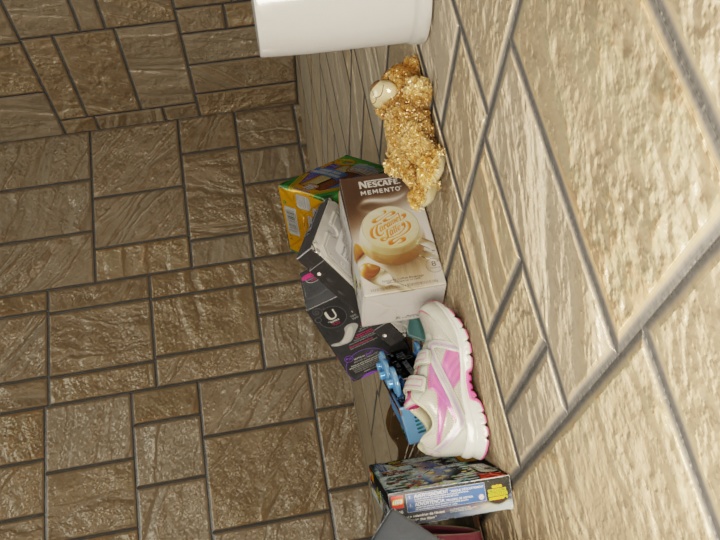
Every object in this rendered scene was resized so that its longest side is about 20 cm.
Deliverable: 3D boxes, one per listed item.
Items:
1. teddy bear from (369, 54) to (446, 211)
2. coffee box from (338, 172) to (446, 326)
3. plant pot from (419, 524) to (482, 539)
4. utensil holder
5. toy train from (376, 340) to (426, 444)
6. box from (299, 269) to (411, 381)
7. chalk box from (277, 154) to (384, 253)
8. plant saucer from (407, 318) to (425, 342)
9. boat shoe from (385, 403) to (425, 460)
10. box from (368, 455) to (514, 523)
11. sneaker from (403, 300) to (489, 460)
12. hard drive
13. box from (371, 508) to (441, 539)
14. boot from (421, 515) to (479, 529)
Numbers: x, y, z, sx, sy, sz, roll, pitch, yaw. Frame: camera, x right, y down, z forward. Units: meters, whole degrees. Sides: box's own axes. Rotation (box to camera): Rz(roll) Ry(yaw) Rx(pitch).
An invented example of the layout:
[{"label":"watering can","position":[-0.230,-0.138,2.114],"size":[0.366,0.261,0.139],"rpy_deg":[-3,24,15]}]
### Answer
[{"label":"teddy bear","position":[0.056,-0.170,0.991],"size":[0.145,0.066,0.202],"rpy_deg":[118,143,-76]},{"label":"coffee box","position":[0.039,-0.034,1.119],"size":[0.080,0.113,0.202],"rpy_deg":[91,168,-55]},{"label":"plant pot","position":[0.086,0.409,0.983],"size":[0.200,0.198,0.181],"rpy_deg":[110,162,-77]},{"label":"utensil holder","position":[-0.030,-0.339,0.937],"size":[0.170,0.198,0.172],"rpy_deg":[171,90,-84]},{"label":"toy train","position":[0.078,0.179,1.212],"size":[0.200,0.086,0.115],"rpy_deg":[-139,34,-80]},{"label":"box","position":[-0.008,0.077,1.410],"size":[0.107,0.121,0.201],"rpy_deg":[-106,-11,-50]},{"label":"chalk box","position":[-0.017,-0.109,1.349],"size":[0.123,0.199,0.126],"rpy_deg":[23,131,43]},{"label":"plant saucer","position":[0.090,0.077,1.248],"size":[0.200,0.019,0.071],"rpy_deg":[163,99,-85]},{"label":"boat shoe","position":[0.097,0.286,1.337],"size":[0.200,0.062,0.074],"rpy_deg":[-113,42,-59]},{"label":"box","position":[0.087,0.253,0.954],"size":[0.200,0.135,0.040],"rpy_deg":[141,122,-82]},{"label":"sneaker","position":[0.091,0.132,0.975],"size":[0.082,0.087,0.202],"rpy_deg":[95,166,-65]},{"label":"hard drive","position":[0.000,0.000,1.199],"size":[0.200,0.038,0.140],"rpy_deg":[43,-148,-18]},{"label":"box","position":[0.078,0.361,0.803],"size":[0.124,0.199,0.197],"rpy_deg":[-54,-15,-23]},{"label":"boot","position":[0.105,0.346,1.103],"size":[0.201,0.096,0.075],"rpy_deg":[90,169,-56]}]
